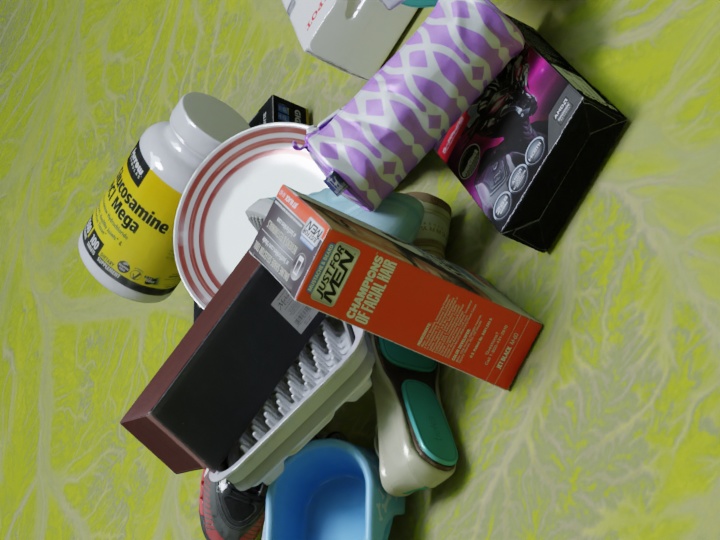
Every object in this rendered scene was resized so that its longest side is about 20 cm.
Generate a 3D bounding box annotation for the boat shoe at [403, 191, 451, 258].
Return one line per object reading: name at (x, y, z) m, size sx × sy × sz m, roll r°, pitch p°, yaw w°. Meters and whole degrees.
boat shoe at (0.000, 0.000, 1.583) m, size 0.200 × 0.073 × 0.063 m, roll -35°, pitch 43°, yaw 44°

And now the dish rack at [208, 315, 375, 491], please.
dish rack at (-0.054, 0.095, 1.491) m, size 0.172 × 0.044 × 0.200 m, roll -43°, pitch 16°, yaw 7°

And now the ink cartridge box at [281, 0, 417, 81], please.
ink cartridge box at (-0.008, -0.298, 1.800) m, size 0.147 × 0.082 × 0.201 m, roll -56°, pitch 29°, yaw 21°

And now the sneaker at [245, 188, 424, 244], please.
sneaker at (-0.016, -0.041, 1.536) m, size 0.082 × 0.074 × 0.199 m, roll -46°, pitch 35°, yaw -21°

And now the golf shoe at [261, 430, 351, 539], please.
golf shoe at (-0.053, 0.235, 1.534) m, size 0.097 × 0.078 × 0.202 m, roll 132°, pitch 155°, yaw -71°

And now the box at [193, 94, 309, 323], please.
box at (-0.109, -0.052, 1.843) m, size 0.160 × 0.049 × 0.201 m, roll -47°, pitch 34°, yaw 39°

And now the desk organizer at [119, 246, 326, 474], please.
desk organizer at (-0.102, 0.065, 1.481) m, size 0.201 × 0.072 × 0.077 m, roll -54°, pitch 16°, yaw -25°

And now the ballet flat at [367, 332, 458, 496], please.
ballet flat at (0.030, 0.096, 1.468) m, size 0.070 × 0.069 × 0.201 m, roll -47°, pitch 33°, yaw 34°

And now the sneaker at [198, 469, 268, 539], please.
sneaker at (-0.090, 0.154, 1.618) m, size 0.098 × 0.070 × 0.202 m, roll 174°, pitch 117°, yaw -80°

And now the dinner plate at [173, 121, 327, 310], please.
dinner plate at (-0.082, -0.040, 1.716) m, size 0.198 × 0.024 × 0.202 m, roll -6°, pitch 71°, yaw 18°

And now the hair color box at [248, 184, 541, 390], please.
hair color box at (0.026, 0.013, 1.389) m, size 0.064 × 0.199 × 0.111 m, roll -63°, pitch 29°, yaw 8°

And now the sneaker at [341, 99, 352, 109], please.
sneaker at (0.019, -0.135, 1.595) m, size 0.200 × 0.074 × 0.085 m, roll 125°, pitch 168°, yaw -76°

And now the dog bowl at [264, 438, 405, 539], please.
dog bowl at (-0.025, 0.223, 1.428) m, size 0.110 × 0.050 × 0.202 m, roll -10°, pitch 61°, yaw 20°

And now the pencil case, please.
pencil case at (0.038, -0.138, 1.441) m, size 0.200 × 0.085 × 0.084 m, roll -46°, pitch 1°, yaw -4°

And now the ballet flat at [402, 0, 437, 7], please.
ballet flat at (0.107, -0.286, 1.623) m, size 0.199 × 0.068 × 0.076 m, roll -14°, pitch 36°, yaw 51°

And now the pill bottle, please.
pill bottle at (-0.190, -0.074, 1.832) m, size 0.201 × 0.112 × 0.113 m, roll -54°, pitch 30°, yaw 26°

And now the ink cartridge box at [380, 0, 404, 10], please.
ink cartridge box at (0.096, -0.306, 1.520) m, size 0.199 × 0.047 × 0.198 m, roll -35°, pitch 15°, yaw 14°

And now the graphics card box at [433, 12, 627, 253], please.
graphics card box at (0.126, -0.115, 1.466) m, size 0.126 × 0.051 × 0.200 m, roll -58°, pitch 30°, yaw 17°
